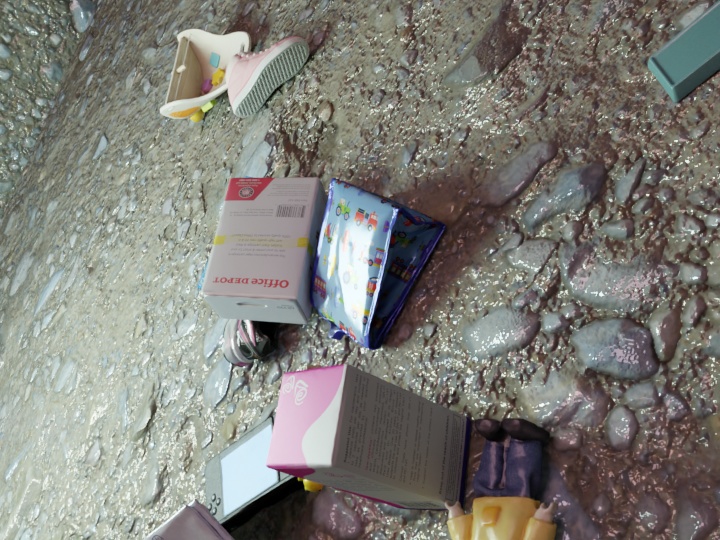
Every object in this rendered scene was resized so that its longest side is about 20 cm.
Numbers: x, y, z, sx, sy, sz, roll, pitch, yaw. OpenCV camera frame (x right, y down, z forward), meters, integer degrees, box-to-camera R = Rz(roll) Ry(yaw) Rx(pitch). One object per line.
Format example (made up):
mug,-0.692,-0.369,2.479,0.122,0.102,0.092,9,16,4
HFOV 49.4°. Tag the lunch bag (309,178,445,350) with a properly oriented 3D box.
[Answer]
lunch bag,0.000,0.000,1.037,0.150,0.094,0.202,30,101,49

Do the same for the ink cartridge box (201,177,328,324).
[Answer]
ink cartridge box,-0.133,-0.030,1.137,0.144,0.084,0.202,2,61,13

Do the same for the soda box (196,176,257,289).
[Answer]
soda box,-0.187,-0.047,1.276,0.064,0.068,0.202,14,80,51

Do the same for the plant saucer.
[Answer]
plant saucer,0.389,-0.262,0.800,0.200,0.019,0.070,-39,44,25

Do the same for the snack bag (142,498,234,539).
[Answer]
snack bag,-0.191,0.394,0.953,0.188,0.200,0.021,-41,2,27

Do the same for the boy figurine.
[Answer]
boy figurine,0.130,0.248,0.757,0.124,0.064,0.202,-6,62,43

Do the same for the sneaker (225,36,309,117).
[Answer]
sneaker,-0.182,-0.384,1.444,0.200,0.075,0.105,-38,62,32

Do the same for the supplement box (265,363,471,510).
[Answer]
supplement box,0.014,0.179,0.815,0.101,0.199,0.104,-13,59,42

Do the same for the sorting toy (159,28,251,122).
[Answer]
sorting toy,-0.296,-0.403,1.588,0.179,0.107,0.202,-15,57,34

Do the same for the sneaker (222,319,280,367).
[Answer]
sneaker,-0.148,0.044,1.189,0.086,0.080,0.202,-13,66,29

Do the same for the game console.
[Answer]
game console,-0.176,0.283,1.034,0.200,0.116,0.177,-37,45,27

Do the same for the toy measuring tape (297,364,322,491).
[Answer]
toy measuring tape,-0.061,0.208,1.003,0.074,0.073,0.201,-44,26,22
